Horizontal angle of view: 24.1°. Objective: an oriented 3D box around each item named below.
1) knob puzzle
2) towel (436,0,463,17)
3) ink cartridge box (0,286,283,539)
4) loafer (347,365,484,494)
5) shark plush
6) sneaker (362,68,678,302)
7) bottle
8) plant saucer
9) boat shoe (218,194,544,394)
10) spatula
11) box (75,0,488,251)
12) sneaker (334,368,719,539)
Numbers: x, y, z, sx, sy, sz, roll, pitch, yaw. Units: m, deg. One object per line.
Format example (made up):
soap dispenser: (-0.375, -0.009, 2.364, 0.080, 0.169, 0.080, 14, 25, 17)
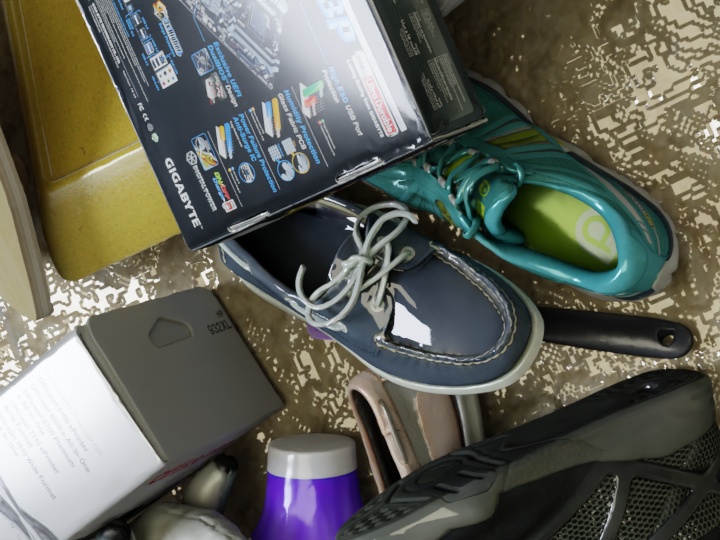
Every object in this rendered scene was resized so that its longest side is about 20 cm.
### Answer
knob puzzle: (-0.202, -0.066, 0.892, 0.220, 0.030, 0.220, 48, 152, 37)
towel: (0.000, -0.205, 0.741, 0.147, 0.024, 0.201, -37, 83, 21)
ink cartridge box: (-0.159, 0.105, 0.894, 0.200, 0.145, 0.084, -37, 83, 22)
loafer: (0.033, 0.142, 0.858, 0.072, 0.063, 0.201, -10, 90, 57)
shark plush: (-0.116, 0.184, 0.899, 0.083, 0.091, 0.200, 53, 125, 10)
sneaker: (0.064, -0.047, 0.822, 0.199, 0.080, 0.078, 27, 105, 17)
bottle: (-0.023, 0.189, 0.890, 0.083, 0.065, 0.201, -1, 97, -5)
plant saucer: (-0.108, -0.122, 0.863, 0.199, 0.048, 0.201, -22, 70, 23)
boat shoe: (0.000, 0.000, 0.831, 0.200, 0.062, 0.075, 29, 82, 38)
spatula: (0.070, 0.021, 0.857, 0.199, 0.021, 0.057, 9, 68, 15)
box: (-0.052, -0.125, 0.740, 0.158, 0.046, 0.201, -22, 93, 40)
sneaker: (0.091, 0.131, 0.805, 0.198, 0.076, 0.115, -19, 97, -15)
